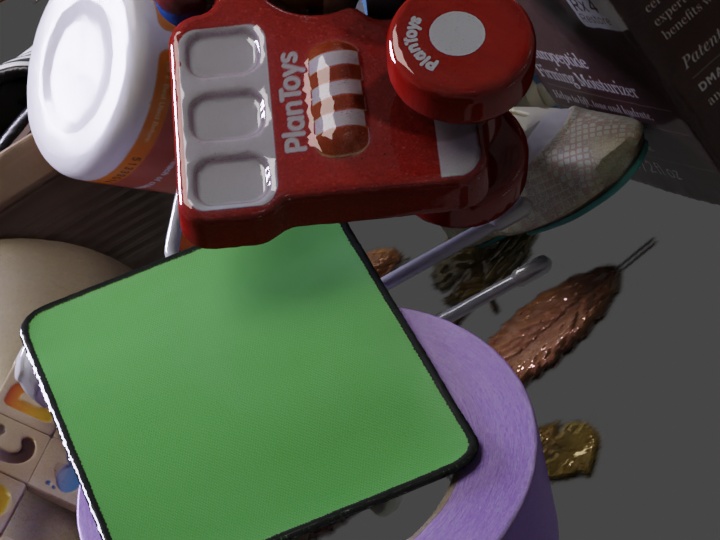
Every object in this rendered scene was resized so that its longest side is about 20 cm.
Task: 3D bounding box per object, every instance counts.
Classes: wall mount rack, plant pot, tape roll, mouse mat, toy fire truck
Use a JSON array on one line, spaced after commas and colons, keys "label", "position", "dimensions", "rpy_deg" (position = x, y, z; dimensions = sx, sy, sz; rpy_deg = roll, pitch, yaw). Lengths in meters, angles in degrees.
[{"label": "wall mount rack", "position": [0.000, 0.000, 1.268], "dimensions": [0.174, 0.200, 0.075], "rpy_deg": [10, 79, 11]}, {"label": "plant pot", "position": [-0.169, 0.116, 1.294], "dimensions": [0.187, 0.187, 0.200], "rpy_deg": [-33, 36, 12]}, {"label": "plant pot", "position": [-0.171, -0.018, 1.405], "dimensions": [0.201, 0.093, 0.201], "rpy_deg": [-33, -1, -1]}, {"label": "tape roll", "position": [-0.018, 0.105, 1.091], "dimensions": [0.200, 0.066, 0.200], "rpy_deg": [-9, 41, 8]}, {"label": "mouse mat", "position": [-0.054, 0.050, 1.109], "dimensions": [0.161, 0.008, 0.200], "rpy_deg": [-21, 40, -8]}, {"label": "toy fire truck", "position": [-0.010, -0.107, 1.175], "dimensions": [0.168, 0.112, 0.200], "rpy_deg": [-5, 59, -2]}]

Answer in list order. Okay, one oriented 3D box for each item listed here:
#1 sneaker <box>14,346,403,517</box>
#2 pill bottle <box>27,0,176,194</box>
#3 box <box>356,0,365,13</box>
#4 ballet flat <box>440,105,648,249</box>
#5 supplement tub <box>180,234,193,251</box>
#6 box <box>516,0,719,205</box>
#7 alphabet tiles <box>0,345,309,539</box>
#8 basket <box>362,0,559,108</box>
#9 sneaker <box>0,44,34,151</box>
[{"label": "sneaker", "position": [-0.066, 0.068, 1.209], "dimensions": [0.075, 0.200, 0.100], "rpy_deg": [110, 166, -46]}, {"label": "pill bottle", "position": [-0.062, -0.090, 1.315], "dimensions": [0.112, 0.200, 0.112], "rpy_deg": [-14, 72, 51]}, {"label": "box", "position": [-0.007, -0.201, 1.603], "dimensions": [0.200, 0.199, 0.131], "rpy_deg": [-33, 23, 12]}, {"label": "ballet flat", "position": [0.077, -0.051, 1.307], "dimensions": [0.067, 0.062, 0.200], "rpy_deg": [-55, 12, -22]}, {"label": "supplement tub", "position": [-0.158, -0.018, 1.579], "dimensions": [0.200, 0.123, 0.123], "rpy_deg": [-15, 31, 44]}, {"label": "box", "position": [0.163, -0.164, 1.273], "dimensions": [0.164, 0.200, 0.166], "rpy_deg": [-42, 22, -10]}, {"label": "alphabet tiles", "position": [-0.104, 0.102, 1.223], "dimensions": [0.200, 0.167, 0.008], "rpy_deg": [-68, 3, -47]}, {"label": "basket", "position": [0.039, -0.157, 1.482], "dimensions": [0.200, 0.176, 0.139], "rpy_deg": [-7, 28, 38]}, {"label": "sneaker", "position": [-0.227, -0.082, 1.483], "dimensions": [0.200, 0.076, 0.115], "rpy_deg": [-34, -7, 40]}]
